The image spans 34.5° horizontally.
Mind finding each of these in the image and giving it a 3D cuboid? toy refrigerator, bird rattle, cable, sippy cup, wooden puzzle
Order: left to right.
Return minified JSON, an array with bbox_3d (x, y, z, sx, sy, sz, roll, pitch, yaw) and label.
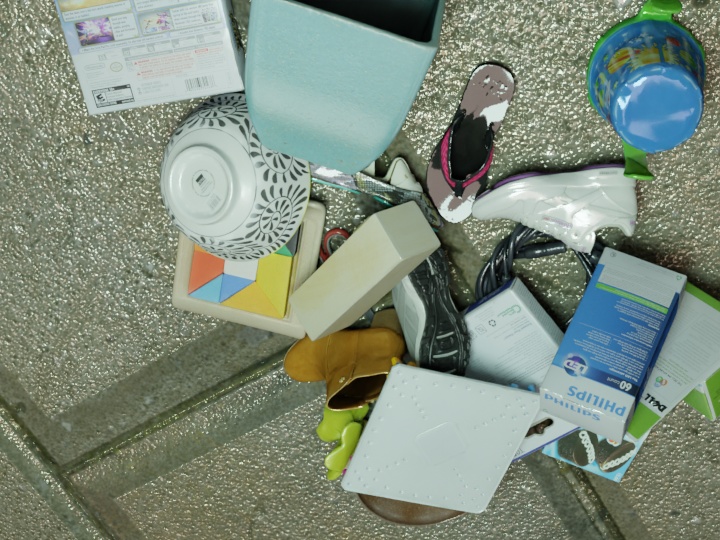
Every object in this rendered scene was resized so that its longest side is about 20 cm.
[{"bbox_3d":[-0.146,-0.013,1.464,0.182,0.037,0.203,13,118,5],"label":"wooden puzzle"},{"bbox_3d":[0.000,0.000,1.383,0.200,0.075,0.071,-43,74,44],"label":"toy refrigerator"},{"bbox_3d":[0.041,0.236,1.565,0.196,0.114,0.165,-4,129,-6],"label":"bird rattle"},{"bbox_3d":[0.223,0.031,1.442,0.162,0.051,0.201,33,116,-10],"label":"cable"},{"bbox_3d":[0.319,-0.196,1.269,0.138,0.131,0.179,-28,110,19],"label":"sippy cup"}]

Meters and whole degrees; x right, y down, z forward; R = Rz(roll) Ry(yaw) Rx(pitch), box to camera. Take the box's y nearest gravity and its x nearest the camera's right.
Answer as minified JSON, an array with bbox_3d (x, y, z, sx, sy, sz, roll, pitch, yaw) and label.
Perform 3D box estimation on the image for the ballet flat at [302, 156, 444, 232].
[{"bbox_3d":[0.018,-0.112,1.388,0.197,0.072,0.073,22,118,-6],"label":"ballet flat"}]

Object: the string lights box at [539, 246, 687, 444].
[{"bbox_3d":[0.287,0.082,1.316,0.101,0.202,0.059,21,154,20],"label":"string lights box"}]

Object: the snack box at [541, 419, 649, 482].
[{"bbox_3d":[0.329,0.173,1.508,0.114,0.037,0.202,21,117,-4],"label":"snack box"}]

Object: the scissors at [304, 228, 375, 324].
[{"bbox_3d":[-0.016,0.032,1.494,0.072,0.014,0.202,-19,115,15],"label":"scissors"}]

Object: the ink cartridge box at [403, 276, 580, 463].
[{"bbox_3d":[0.183,0.134,1.465,0.195,0.043,0.201,-34,101,36],"label":"ink cartridge box"}]

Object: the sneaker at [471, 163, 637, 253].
[{"bbox_3d":[0.229,-0.068,1.361,0.196,0.075,0.102,-6,87,11],"label":"sneaker"}]

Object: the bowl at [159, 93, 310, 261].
[{"bbox_3d":[-0.166,-0.104,1.356,0.197,0.094,0.205,4,101,23],"label":"bowl"}]

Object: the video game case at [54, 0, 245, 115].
[{"bbox_3d":[-0.244,-0.287,1.339,0.196,0.046,0.184,-7,117,10],"label":"video game case"}]

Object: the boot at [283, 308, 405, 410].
[{"bbox_3d":[-0.032,0.127,1.463,0.199,0.145,0.071,-25,114,26],"label":"boot"}]

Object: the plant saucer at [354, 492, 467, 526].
[{"bbox_3d":[0.084,0.244,1.482,0.197,0.037,0.203,-4,125,-5],"label":"plant saucer"}]

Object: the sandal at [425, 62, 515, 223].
[{"bbox_3d":[0.127,-0.146,1.366,0.074,0.045,0.203,17,118,-2],"label":"sandal"}]

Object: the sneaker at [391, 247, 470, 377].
[{"bbox_3d":[0.081,0.058,1.431,0.073,0.079,0.204,-10,87,-26],"label":"sneaker"}]

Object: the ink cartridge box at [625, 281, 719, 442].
[{"bbox_3d":[0.358,0.120,1.366,0.199,0.148,0.076,-40,129,-9],"label":"ink cartridge box"}]

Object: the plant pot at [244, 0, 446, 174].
[{"bbox_3d":[-0.025,-0.227,1.269,0.193,0.198,0.202,16,128,-2],"label":"plant pot"}]

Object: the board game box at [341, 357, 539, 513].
[{"bbox_3d":[0.097,0.204,1.420,0.197,0.026,0.202,13,121,-17],"label":"board game box"}]
